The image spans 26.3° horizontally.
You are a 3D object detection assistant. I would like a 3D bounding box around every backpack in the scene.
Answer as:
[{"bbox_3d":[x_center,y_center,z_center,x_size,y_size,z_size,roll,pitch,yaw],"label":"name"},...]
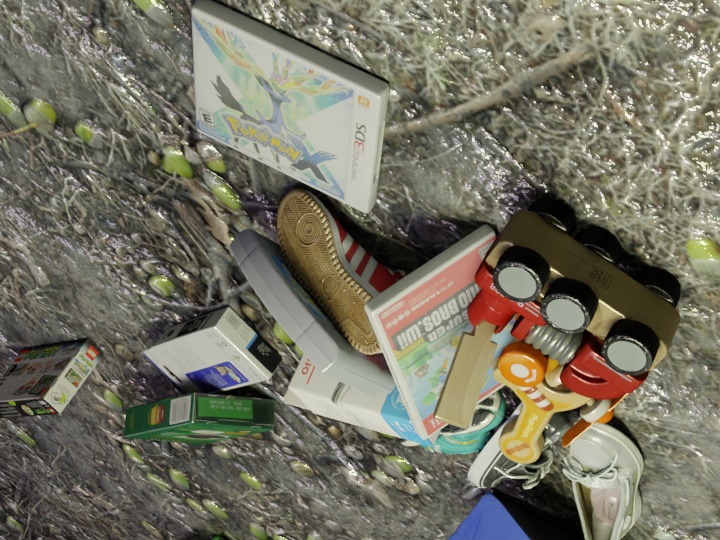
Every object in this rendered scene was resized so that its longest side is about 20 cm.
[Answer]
[{"bbox_3d":[0.201,0.361,1.749,0.200,0.168,0.163,25,-160,-39],"label":"backpack"}]

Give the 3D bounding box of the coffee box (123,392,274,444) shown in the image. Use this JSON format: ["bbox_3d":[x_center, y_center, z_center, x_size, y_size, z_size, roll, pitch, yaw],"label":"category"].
[{"bbox_3d":[-0.214,0.194,2.012,0.123,0.044,0.200,8,165,-32],"label":"coffee box"}]

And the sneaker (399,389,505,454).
[{"bbox_3d":[0.115,0.162,1.692,0.079,0.078,0.200,26,160,-13],"label":"sneaker"}]

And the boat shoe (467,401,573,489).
[{"bbox_3d":[0.177,0.196,1.661,0.068,0.074,0.200,44,142,12],"label":"boat shoe"}]

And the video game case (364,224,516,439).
[{"bbox_3d":[0.091,0.063,1.497,0.017,0.143,0.200,46,164,43],"label":"video game case"}]

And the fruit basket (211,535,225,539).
[{"bbox_3d":[-0.217,0.506,2.472,0.185,0.094,0.200,39,153,-8],"label":"fruit basket"}]

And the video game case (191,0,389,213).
[{"bbox_3d":[-0.069,-0.152,1.453,0.199,0.022,0.183,27,149,13],"label":"video game case"}]

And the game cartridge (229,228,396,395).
[{"bbox_3d":[-0.052,0.039,1.564,0.133,0.040,0.200,24,-158,-52],"label":"game cartridge"}]

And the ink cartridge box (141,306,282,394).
[{"bbox_3d":[-0.188,0.106,1.923,0.099,0.039,0.200,45,147,-19],"label":"ink cartridge box"}]

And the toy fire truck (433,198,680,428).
[{"bbox_3d":[0.164,0.066,1.393,0.176,0.129,0.200,33,138,-1],"label":"toy fire truck"}]

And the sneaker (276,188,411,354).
[{"bbox_3d":[0.000,0.000,1.558,0.071,0.112,0.200,-48,62,30],"label":"sneaker"}]

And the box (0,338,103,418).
[{"bbox_3d":[-0.453,0.155,2.180,0.200,0.110,0.035,-9,130,51],"label":"box"}]

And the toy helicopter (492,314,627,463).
[{"bbox_3d":[0.190,0.129,1.524,0.132,0.079,0.200,22,137,5],"label":"toy helicopter"}]

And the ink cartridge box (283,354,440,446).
[{"bbox_3d":[0.004,0.102,1.642,0.199,0.116,0.068,12,157,33],"label":"ink cartridge box"}]

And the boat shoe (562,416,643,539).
[{"bbox_3d":[0.257,0.230,1.639,0.074,0.065,0.202,18,146,26],"label":"boat shoe"}]
